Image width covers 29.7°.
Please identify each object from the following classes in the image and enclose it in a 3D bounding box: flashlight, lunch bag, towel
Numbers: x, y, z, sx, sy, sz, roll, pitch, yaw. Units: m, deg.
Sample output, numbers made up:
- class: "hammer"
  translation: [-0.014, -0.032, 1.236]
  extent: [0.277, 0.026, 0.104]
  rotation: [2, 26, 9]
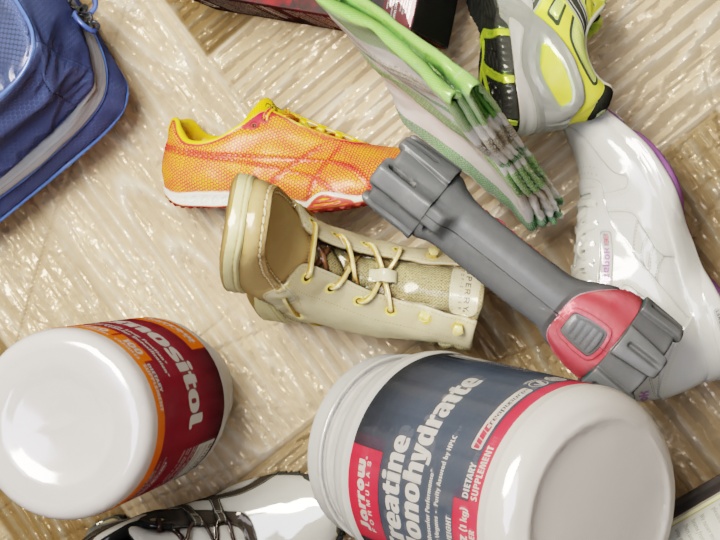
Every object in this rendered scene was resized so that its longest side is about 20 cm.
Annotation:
- class: "flashlight"
  translation: [0.095, -0.003, 0.810]
  extent: [0.200, 0.068, 0.068]
  rotation: [39, 61, 4]
- class: "lunch bag"
  translation: [-0.259, -0.126, 0.928]
  extent: [0.200, 0.132, 0.136]
  rotation: [-36, 68, 11]
- class: "towel"
  translation: [0.041, -0.100, 0.810]
  extent: [0.149, 0.200, 0.031]
  rotation: [40, 91, 28]

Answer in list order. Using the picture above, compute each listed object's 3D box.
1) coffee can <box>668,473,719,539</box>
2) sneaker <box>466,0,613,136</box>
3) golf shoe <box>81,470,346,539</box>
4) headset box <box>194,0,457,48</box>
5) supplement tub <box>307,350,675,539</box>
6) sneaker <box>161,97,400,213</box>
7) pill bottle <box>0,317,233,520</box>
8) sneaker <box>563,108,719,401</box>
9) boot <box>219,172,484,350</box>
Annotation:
- class: "coffee can"
  translation: [0.206, 0.217, 0.826]
  extent: [0.200, 0.146, 0.147]
  rotation: [-33, 85, 11]
- class: "sneaker"
  translation: [0.113, -0.175, 0.868]
  extent: [0.076, 0.075, 0.201]
  rotation: [0, 71, -8]
- class: "golf shoe"
  translation: [-0.106, 0.191, 0.920]
  extent: [0.200, 0.094, 0.078]
  rotation: [-18, 87, 10]
- class: "headset box"
  translation: [-0.011, -0.234, 0.883]
  extent: [0.200, 0.077, 0.149]
  rotation: [15, 95, 23]
- class: "supplement tub"
  translation: [0.073, 0.124, 0.813]
  extent: [0.200, 0.140, 0.141]
  rotation: [8, 94, 54]
- class: "sneaker"
  translation: [-0.042, -0.077, 0.909]
  extent: [0.199, 0.073, 0.077]
  rotation: [3, 95, 12]
- class: "pill bottle"
  translation: [-0.152, 0.087, 0.872]
  extent: [0.113, 0.200, 0.113]
  rotation: [0, 91, 12]
- class: "sneaker"
  translation: [0.163, -0.011, 0.859]
  extent: [0.099, 0.075, 0.200]
  rotation: [-23, 86, -2]
- class: "boot"
  translation: [0.000, 0.000, 0.842]
  extent: [0.155, 0.200, 0.073]
  rotation: [10, 74, 10]
